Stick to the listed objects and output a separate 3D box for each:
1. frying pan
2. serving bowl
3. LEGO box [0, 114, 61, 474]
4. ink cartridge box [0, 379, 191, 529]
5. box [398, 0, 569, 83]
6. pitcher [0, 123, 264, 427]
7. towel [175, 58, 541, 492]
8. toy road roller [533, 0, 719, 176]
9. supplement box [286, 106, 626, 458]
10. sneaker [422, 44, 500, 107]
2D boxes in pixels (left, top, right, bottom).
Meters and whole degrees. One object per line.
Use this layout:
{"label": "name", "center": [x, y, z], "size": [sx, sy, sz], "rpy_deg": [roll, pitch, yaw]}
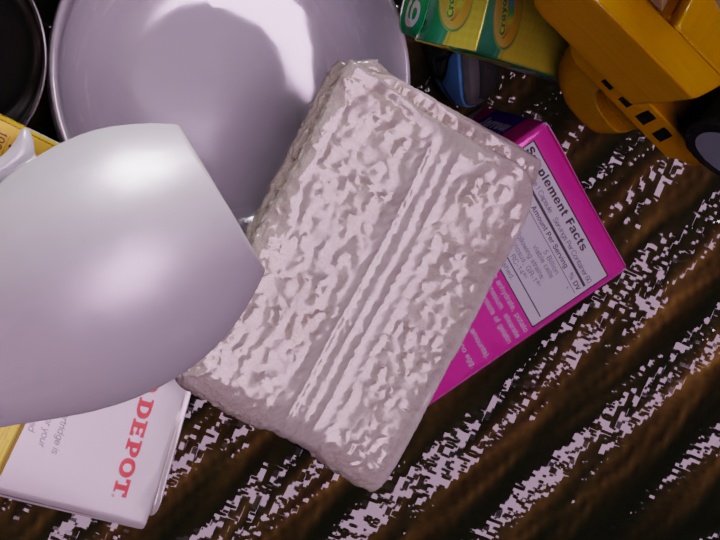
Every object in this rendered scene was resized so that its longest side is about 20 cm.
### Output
{"label": "frying pan", "center": [-0.235, -0.140, 1.463], "size": [0.190, 0.031, 0.115], "rpy_deg": [45, 113, 12]}
{"label": "serving bowl", "center": [-0.077, -0.102, 1.505], "size": [0.199, 0.066, 0.201], "rpy_deg": [1, 88, -19]}
{"label": "LEGO box", "center": [-0.223, 0.012, 1.385], "size": [0.148, 0.077, 0.201], "rpy_deg": [26, 89, -19]}
{"label": "ink cartridge box", "center": [-0.192, 0.039, 1.485], "size": [0.199, 0.084, 0.147], "rpy_deg": [16, 92, -21]}
{"label": "box", "center": [0.100, -0.163, 1.510], "size": [0.200, 0.048, 0.118], "rpy_deg": [10, 94, -49]}
{"label": "pitcher", "center": [-0.162, -0.005, 1.310], "size": [0.199, 0.121, 0.172], "rpy_deg": [-30, 90, -2]}
{"label": "towel", "center": [0.000, 0.000, 1.469], "size": [0.132, 0.034, 0.201], "rpy_deg": [29, 88, -18]}
{"label": "toy road roller", "center": [0.150, -0.135, 1.446], "size": [0.200, 0.146, 0.123], "rpy_deg": [42, 66, -31]}
{"label": "supplement box", "center": [0.029, 0.007, 1.551], "size": [0.200, 0.101, 0.104], "rpy_deg": [-33, 107, -12]}
{"label": "sneaker", "center": [0.079, -0.189, 1.550], "size": [0.082, 0.073, 0.201], "rpy_deg": [0, 100, -21]}
